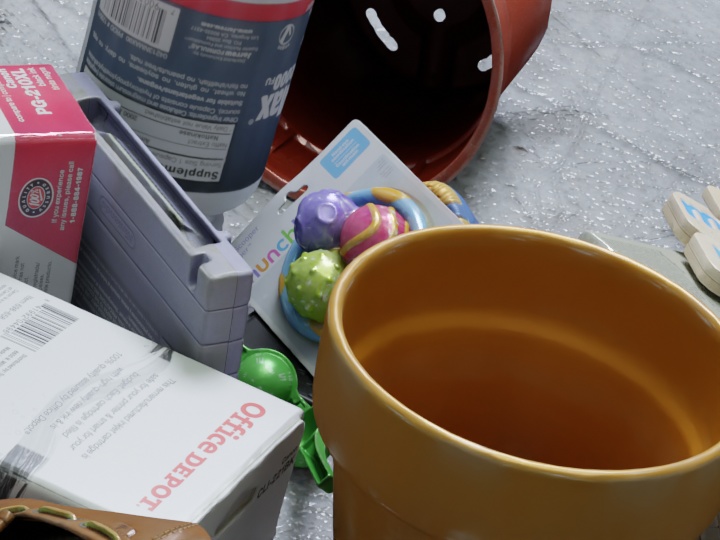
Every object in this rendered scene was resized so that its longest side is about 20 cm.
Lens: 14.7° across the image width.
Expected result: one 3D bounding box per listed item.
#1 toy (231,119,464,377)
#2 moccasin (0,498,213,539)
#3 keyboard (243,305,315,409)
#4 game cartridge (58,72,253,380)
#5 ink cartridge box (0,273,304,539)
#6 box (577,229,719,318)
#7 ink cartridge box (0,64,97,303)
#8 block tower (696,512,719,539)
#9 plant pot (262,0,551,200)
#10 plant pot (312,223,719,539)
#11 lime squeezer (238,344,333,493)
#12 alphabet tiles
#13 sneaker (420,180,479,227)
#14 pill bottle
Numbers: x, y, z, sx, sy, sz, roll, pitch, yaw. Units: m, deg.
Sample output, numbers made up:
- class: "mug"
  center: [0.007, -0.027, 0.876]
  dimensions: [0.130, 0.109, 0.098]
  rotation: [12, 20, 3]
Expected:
- class: "toy"
  center: [0.000, 0.000, 1.486]
  dimensions: [0.200, 0.115, 0.047]
  rotation: [46, 1, 40]
- class: "moccasin"
  center: [-0.152, 0.137, 1.214]
  dimensions: [0.201, 0.074, 0.077]
  rotation: [2, -5, 44]
- class: "keyboard"
  center: [0.014, 0.036, 1.560]
  dimensions: [0.127, 0.021, 0.200]
  rotation: [25, 34, 21]
- class: "game cartridge"
  center: [-0.117, 0.001, 1.458]
  dimensions: [0.038, 0.130, 0.200]
  rotation: [-15, 41, -26]
- class: "ink cartridge box"
  center: [-0.147, 0.091, 1.345]
  dimensions: [0.199, 0.084, 0.144]
  rotation: [23, 31, 17]
- class: "box"
  center: [0.182, 0.038, 1.506]
  dimensions: [0.199, 0.069, 0.082]
  rotation: [13, 26, -49]
- class: "ink cartridge box"
  center: [-0.249, -0.023, 1.430]
  dimensions: [0.199, 0.146, 0.084]
  rotation: [-3, 33, -26]
- class: "block tower"
  center: [0.222, 0.106, 1.424]
  dimensions: [0.198, 0.054, 0.058]
  rotation: [-7, 26, 11]
- class: "plant pot"
  center: [0.023, -0.158, 1.728]
  dimensions: [0.200, 0.202, 0.195]
  rotation: [22, 24, 14]
- class: "plant pot"
  center: [0.066, 0.109, 1.303]
  dimensions: [0.199, 0.184, 0.201]
  rotation: [9, 31, -6]
- class: "lime squeezer"
  center: [-0.052, 0.066, 1.450]
  dimensions: [0.070, 0.038, 0.200]
  rotation: [21, 21, -45]
- class: "alphabet tiles"
  center: [0.254, 0.024, 1.528]
  dimensions: [0.199, 0.015, 0.196]
  rotation: [27, 21, -22]
- class: "sneaker"
  center: [0.070, 0.042, 1.511]
  dimensions: [0.088, 0.075, 0.201]
  rotation: [20, 39, -43]
- class: "pill bottle"
  center: [-0.101, -0.098, 1.548]
  dimensions: [0.119, 0.201, 0.120]
  rotation: [14, 27, -7]
